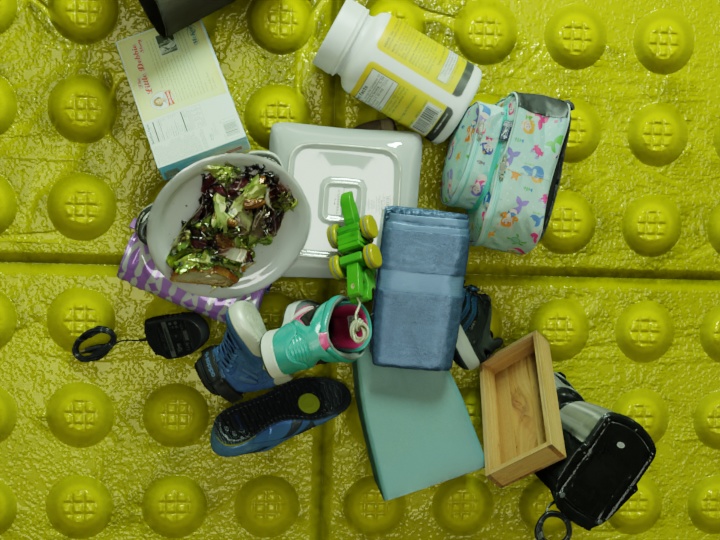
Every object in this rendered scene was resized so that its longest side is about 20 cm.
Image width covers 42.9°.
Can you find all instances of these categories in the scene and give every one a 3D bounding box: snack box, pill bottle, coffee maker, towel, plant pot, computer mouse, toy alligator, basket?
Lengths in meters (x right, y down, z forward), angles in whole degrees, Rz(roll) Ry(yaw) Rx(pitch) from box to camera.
[{"bbox_3d":[-0.226,-0.223,1.157,0.116,0.037,0.200,-20,69,-4],"label":"snack box"},{"bbox_3d":[0.046,-0.261,1.189,0.200,0.114,0.114,29,92,-9],"label":"pill bottle"},{"bbox_3d":[0.253,0.239,1.209,0.192,0.200,0.135,-32,110,-11],"label":"coffee maker"},{"bbox_3d":[0.073,0.023,1.143,0.111,0.049,0.201,7,93,4],"label":"towel"},{"bbox_3d":[0.061,0.178,1.226,0.141,0.141,0.201,-18,89,-5],"label":"plant pot"},{"bbox_3d":[-0.289,0.089,1.210,0.199,0.034,0.059,-8,108,14],"label":"computer mouse"},{"bbox_3d":[0.000,0.000,1.118,0.059,0.054,0.201,-17,65,23],"label":"toy alligator"},{"bbox_3d":[-0.184,-0.393,1.136,0.200,0.180,0.136,-26,131,-11],"label":"basket"}]

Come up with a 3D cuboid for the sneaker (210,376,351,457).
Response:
[{"bbox_3d":[-0.110,0.203,1.251,0.200,0.079,0.066,-17,61,-20],"label":"sneaker"}]

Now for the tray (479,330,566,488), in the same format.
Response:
[{"bbox_3d":[0.208,0.178,1.196,0.099,0.200,0.037,-34,118,27],"label":"tray"}]

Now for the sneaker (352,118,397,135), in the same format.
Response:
[{"bbox_3d":[0.028,-0.101,1.236,0.075,0.070,0.201,-9,91,11],"label":"sneaker"}]

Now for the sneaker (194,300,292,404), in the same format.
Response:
[{"bbox_3d":[-0.165,0.111,1.173,0.111,0.200,0.077,-21,65,1],"label":"sneaker"}]

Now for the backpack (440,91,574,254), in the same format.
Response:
[{"bbox_3d":[0.185,-0.123,1.186,0.150,0.178,0.201,6,93,-6],"label":"backpack"}]

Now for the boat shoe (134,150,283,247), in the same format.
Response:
[{"bbox_3d":[-0.185,-0.086,1.131,0.200,0.060,0.074,-23,108,-4],"label":"boat shoe"}]

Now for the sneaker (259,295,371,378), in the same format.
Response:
[{"bbox_3d":[-0.042,0.070,1.157,0.120,0.200,0.084,-15,102,15],"label":"sneaker"}]

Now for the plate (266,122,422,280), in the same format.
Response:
[{"bbox_3d":[-0.023,-0.087,1.178,0.199,0.032,0.200,4,89,-3],"label":"plate"}]

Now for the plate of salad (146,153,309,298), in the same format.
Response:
[{"bbox_3d":[-0.155,-0.045,1.102,0.199,0.048,0.201,-9,124,-14],"label":"plate of salad"}]

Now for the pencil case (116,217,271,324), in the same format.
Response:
[{"bbox_3d":[-0.216,0.008,1.199,0.199,0.084,0.086,21,129,-9],"label":"pencil case"}]

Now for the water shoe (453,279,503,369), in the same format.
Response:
[{"bbox_3d":[0.132,0.041,1.241,0.079,0.071,0.200,-32,122,-14],"label":"water shoe"}]
